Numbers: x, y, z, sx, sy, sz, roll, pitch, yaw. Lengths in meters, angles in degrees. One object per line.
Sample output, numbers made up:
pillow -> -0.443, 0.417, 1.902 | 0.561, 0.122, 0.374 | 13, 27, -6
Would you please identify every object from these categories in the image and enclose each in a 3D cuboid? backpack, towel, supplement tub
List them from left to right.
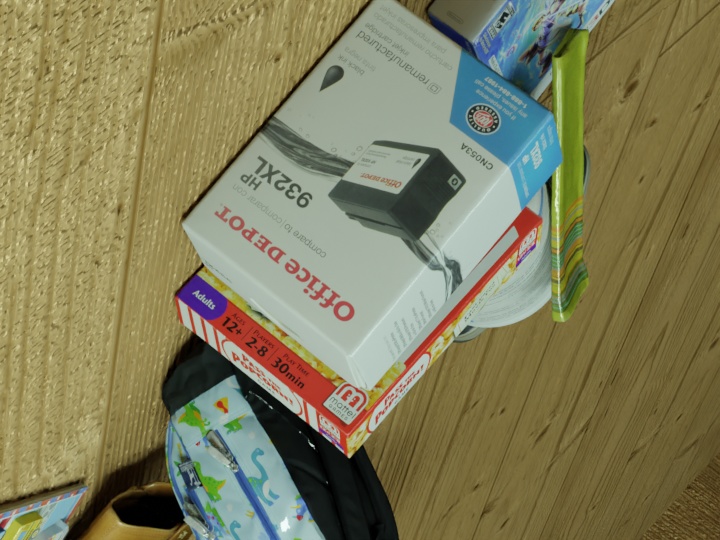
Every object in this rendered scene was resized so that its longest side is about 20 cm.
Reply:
backpack -> -0.053, 0.153, 1.603 | 0.154, 0.200, 0.163 | -45, 165, 12
supplement tub -> 0.079, -0.037, 1.688 | 0.132, 0.132, 0.200 | -52, 162, -2
towel -> 0.152, -0.069, 1.668 | 0.086, 0.018, 0.201 | -58, 149, -65

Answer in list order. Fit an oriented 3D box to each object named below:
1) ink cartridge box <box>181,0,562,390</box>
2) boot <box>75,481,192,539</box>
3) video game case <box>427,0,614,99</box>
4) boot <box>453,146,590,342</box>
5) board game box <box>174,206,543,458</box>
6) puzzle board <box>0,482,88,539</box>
ink cartridge box -> 0.008, -0.050, 1.452 | 0.200, 0.145, 0.084 | -50, 162, -9
boot -> -0.149, 0.211, 1.667 | 0.144, 0.071, 0.201 | -48, 157, 21
video game case -> 0.135, -0.208, 1.639 | 0.181, 0.045, 0.200 | -53, 163, -4
boot -> 0.108, -0.039, 1.868 | 0.200, 0.073, 0.151 | -52, 161, 1
board game box -> 0.000, 0.000, 1.521 | 0.200, 0.151, 0.046 | -48, 163, -18
puzzle board -> -0.263, 0.233, 1.526 | 0.200, 0.017, 0.151 | -57, 162, 16
